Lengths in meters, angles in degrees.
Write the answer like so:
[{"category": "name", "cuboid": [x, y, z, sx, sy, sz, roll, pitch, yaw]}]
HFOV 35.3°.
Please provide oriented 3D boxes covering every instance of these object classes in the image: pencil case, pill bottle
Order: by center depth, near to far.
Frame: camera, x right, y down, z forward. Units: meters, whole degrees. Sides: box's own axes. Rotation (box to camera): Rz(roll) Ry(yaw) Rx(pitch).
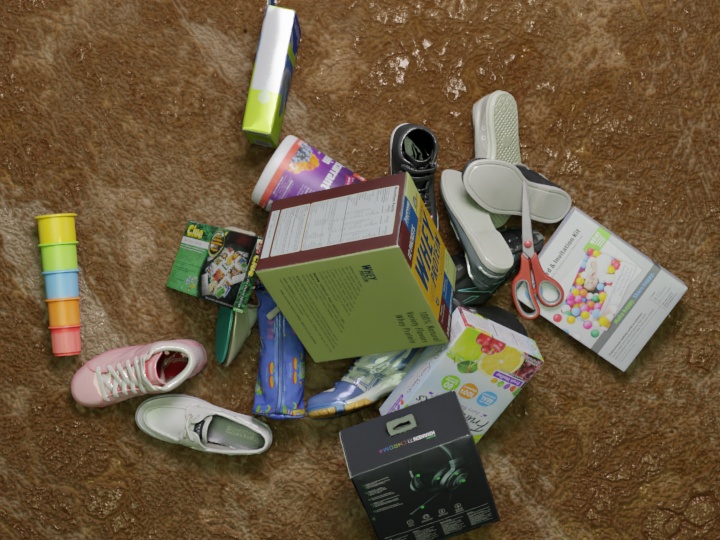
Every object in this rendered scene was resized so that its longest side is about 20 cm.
[{"category": "pencil case", "cuboid": [-0.113, 0.113, 1.602, 0.078, 0.087, 0.201, 2, 95, 4]}, {"category": "pill bottle", "cuboid": [-0.045, -0.096, 1.611, 0.199, 0.111, 0.112, 31, 86, -2]}]

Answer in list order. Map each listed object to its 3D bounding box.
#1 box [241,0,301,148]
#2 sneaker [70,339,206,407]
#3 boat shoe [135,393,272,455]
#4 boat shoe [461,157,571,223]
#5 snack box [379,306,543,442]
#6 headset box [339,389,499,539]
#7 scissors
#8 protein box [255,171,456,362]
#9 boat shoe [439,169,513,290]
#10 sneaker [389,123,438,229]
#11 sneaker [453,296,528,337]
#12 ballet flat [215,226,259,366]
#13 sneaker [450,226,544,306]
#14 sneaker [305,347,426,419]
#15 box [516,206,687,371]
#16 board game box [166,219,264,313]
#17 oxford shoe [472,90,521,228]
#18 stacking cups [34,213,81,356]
[{"category": "box", "cuboid": [-0.124, -0.284, 1.608, 0.047, 0.122, 0.201, 11, 87, 1]}, {"category": "sneaker", "cuboid": [-0.318, 0.143, 1.591, 0.199, 0.105, 0.076, -15, 91, -3]}, {"category": "boat shoe", "cuboid": [-0.224, 0.225, 1.611, 0.199, 0.066, 0.072, 17, 87, -3]}, {"category": "boat shoe", "cuboid": [0.214, -0.121, 1.611, 0.199, 0.060, 0.074, 11, 114, -34]}, {"category": "snack box", "cuboid": [0.140, 0.161, 1.578, 0.142, 0.053, 0.200, 25, 115, -26]}, {"category": "headset box", "cuboid": [0.081, 0.279, 1.557, 0.173, 0.093, 0.200, -20, 128, 2]}, {"category": "scissors", "cuboid": [0.233, -0.025, 1.608, 0.073, 0.014, 0.201, -18, 108, 10]}, {"category": "protein box", "cuboid": [0.000, 0.000, 1.511, 0.199, 0.199, 0.135, -10, 45, 21]}, {"category": "boat shoe", "cuboid": [0.151, -0.059, 1.599, 0.073, 0.062, 0.200, 1, 48, -29]}, {"category": "sneaker", "cuboid": [0.079, -0.118, 1.626, 0.070, 0.099, 0.201, -6, 89, -5]}, {"category": "sneaker", "cuboid": [0.155, 0.094, 1.633, 0.199, 0.086, 0.081, 24, 47, -23]}, {"category": "ballet flat", "cuboid": [-0.173, 0.037, 1.627, 0.069, 0.069, 0.201, 0, 87, -3]}, {"category": "sneaker", "cuboid": [0.179, -0.001, 1.653, 0.199, 0.075, 0.080, -24, 119, -11]}, {"category": "sneaker", "cuboid": [0.008, 0.151, 1.632, 0.199, 0.075, 0.088, -19, 81, -13]}, {"category": "box", "cuboid": [0.347, 0.027, 1.647, 0.200, 0.041, 0.156, 35, 103, -1]}, {"category": "board game box", "cuboid": [-0.201, -0.008, 1.566, 0.023, 0.200, 0.105, 19, 88, -37]}, {"category": "oxford shoe", "cuboid": [0.195, -0.163, 1.659, 0.075, 0.058, 0.201, -9, 103, -35]}, {"category": "stacking cups", "cuboid": [-0.424, 0.020, 1.609, 0.060, 0.061, 0.201, -6, 88, -4]}]
